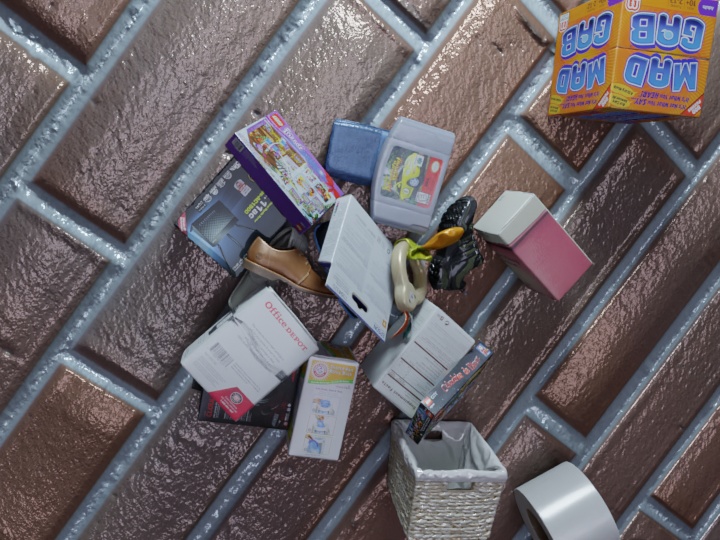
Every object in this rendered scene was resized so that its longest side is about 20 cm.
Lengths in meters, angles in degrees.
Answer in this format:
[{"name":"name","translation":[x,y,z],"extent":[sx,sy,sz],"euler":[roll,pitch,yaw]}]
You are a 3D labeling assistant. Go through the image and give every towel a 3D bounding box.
[{"name":"towel","translation":[0.029,-0.218,1.068],"extent":[0.197,0.049,0.113],"euler":[10,102,-15]}]

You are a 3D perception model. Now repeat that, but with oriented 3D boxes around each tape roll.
[{"name":"tape roll","translation":[0.456,0.552,1.229],"extent":[0.138,0.203,0.205],"euler":[-24,105,-6]}]

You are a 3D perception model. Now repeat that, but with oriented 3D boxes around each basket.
[{"name":"basket","translation":[0.165,0.428,1.147],"extent":[0.195,0.200,0.163],"euler":[6,105,-13]}]

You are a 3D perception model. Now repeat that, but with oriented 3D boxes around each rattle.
[{"name":"rattle","translation":[0.129,0.031,1.048],"extent":[0.141,0.202,0.131],"euler":[-3,144,14]}]

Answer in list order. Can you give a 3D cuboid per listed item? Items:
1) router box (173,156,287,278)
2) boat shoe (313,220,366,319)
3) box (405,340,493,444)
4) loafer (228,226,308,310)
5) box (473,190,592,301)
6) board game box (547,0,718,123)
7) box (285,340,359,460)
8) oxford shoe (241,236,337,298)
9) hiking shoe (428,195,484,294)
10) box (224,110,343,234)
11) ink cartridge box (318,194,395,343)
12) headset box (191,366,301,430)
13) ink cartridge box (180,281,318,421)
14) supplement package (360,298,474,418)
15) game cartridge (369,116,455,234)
[{"name":"router box","translation":[-0.223,-0.109,1.024],"extent":[0.150,0.062,0.200],"euler":[42,89,-17]},{"name":"boat shoe","translation":[-0.027,-0.001,1.073],"extent":[0.068,0.084,0.202],"euler":[-19,107,16]},{"name":"box","translation":[0.179,0.245,1.109],"extent":[0.038,0.137,0.199],"euler":[40,55,20]},{"name":"loafer","translation":[-0.182,-0.002,1.043],"extent":[0.070,0.070,0.201],"euler":[37,85,27]},{"name":"box","translation":[0.349,-0.053,1.130],"extent":[0.200,0.128,0.109],"euler":[44,90,-15]},{"name":"board game box","translation":[0.512,-0.400,1.064],"extent":[0.197,0.200,0.203],"euler":[1,101,-13]},{"name":"box","translation":[-0.079,0.253,1.098],"extent":[0.100,0.112,0.203],"euler":[11,97,-13]},{"name":"oxford shoe","translation":[-0.111,-0.001,0.999],"extent":[0.198,0.071,0.072],"euler":[25,86,-28]},{"name":"hiking shoe","translation":[0.209,-0.052,1.135],"extent":[0.099,0.076,0.203],"euler":[10,107,-22]},{"name":"box","translation":[-0.130,-0.178,0.988],"extent":[0.039,0.137,0.201],"euler":[-33,101,38]},{"name":"ink cartridge box","translation":[0.000,0.000,1.015],"extent":[0.197,0.043,0.202],"euler":[48,46,-39]},{"name":"headset box","translation":[-0.225,0.218,1.078],"extent":[0.197,0.075,0.151],"euler":[11,97,-14]},{"name":"ink cartridge box","translation":[-0.195,0.141,0.990],"extent":[0.199,0.083,0.146],"euler":[-40,105,-5]},{"name":"supplement package","translation":[0.112,0.170,1.124],"extent":[0.117,0.117,0.201],"euler":[40,91,-18]},{"name":"game cartridge","translation":[0.091,-0.179,1.050],"extent":[0.131,0.041,0.203],"euler":[13,102,-12]}]
